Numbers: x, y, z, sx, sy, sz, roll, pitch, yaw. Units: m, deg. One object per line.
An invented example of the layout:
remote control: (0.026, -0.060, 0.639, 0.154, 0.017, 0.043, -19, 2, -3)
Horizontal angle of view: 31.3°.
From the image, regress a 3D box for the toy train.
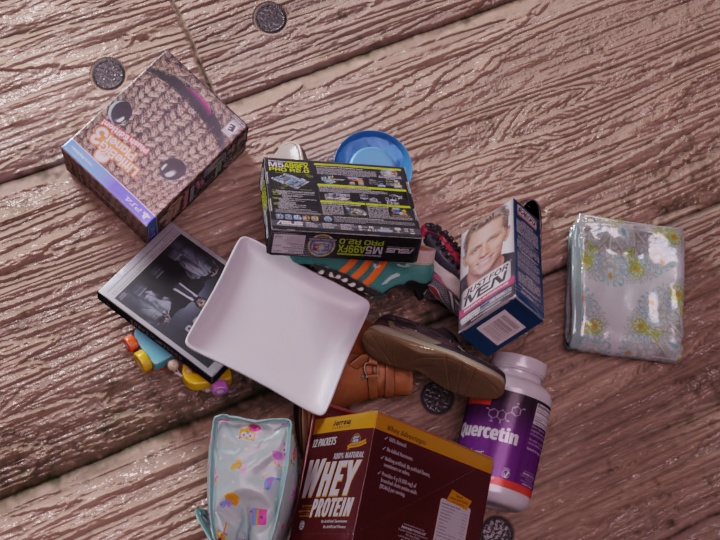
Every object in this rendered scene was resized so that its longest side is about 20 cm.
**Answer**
toy train: (-0.214, 0.097, 1.727, 0.199, 0.056, 0.151, 15, 57, 2)

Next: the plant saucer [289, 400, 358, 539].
plant saucer: (-0.005, 0.291, 1.676, 0.199, 0.037, 0.201, 22, 68, -32)

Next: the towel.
towel: (0.377, 0.025, 1.829, 0.171, 0.048, 0.201, 7, 76, -6)

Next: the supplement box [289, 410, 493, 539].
supplement box: (0.036, 0.303, 1.597, 0.197, 0.133, 0.201, 25, 66, -30)

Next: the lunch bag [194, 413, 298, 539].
lunch bag: (-0.142, 0.292, 1.627, 0.122, 0.170, 0.201, 4, 78, -1)

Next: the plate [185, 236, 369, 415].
plate: (-0.106, 0.074, 1.673, 0.199, 0.032, 0.200, 27, 51, -5)

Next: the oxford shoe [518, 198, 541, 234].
oxford shoe: (0.214, -0.006, 1.799, 0.071, 0.073, 0.201, 10, 76, -6)

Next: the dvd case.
dvd case: (-0.226, 0.040, 1.714, 0.200, 0.025, 0.150, 34, 60, 14)

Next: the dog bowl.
dog bowl: (0.005, -0.095, 1.803, 0.111, 0.050, 0.201, 13, 75, -5)

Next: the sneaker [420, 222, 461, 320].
sneaker: (0.130, 0.031, 1.773, 0.075, 0.081, 0.200, -43, 68, 26)

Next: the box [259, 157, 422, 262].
box: (-0.029, -0.081, 1.697, 0.199, 0.044, 0.160, 3, 39, -12)

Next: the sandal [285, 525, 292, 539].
sandal: (-0.046, 0.332, 1.693, 0.082, 0.050, 0.203, 21, 75, -3)

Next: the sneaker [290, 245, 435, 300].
sneaker: (0.000, 0.000, 1.721, 0.199, 0.071, 0.080, 6, 101, -6)

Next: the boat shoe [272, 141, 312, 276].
boat shoe: (-0.095, -0.078, 1.789, 0.067, 0.057, 0.201, -8, 71, 27)

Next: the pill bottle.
pill bottle: (0.190, 0.215, 1.723, 0.112, 0.112, 0.201, 16, 75, -4)

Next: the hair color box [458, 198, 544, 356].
hair color box: (0.184, 0.007, 1.691, 0.060, 0.100, 0.200, 39, 33, -24)

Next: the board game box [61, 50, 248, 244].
board game box: (-0.278, -0.167, 1.755, 0.159, 0.097, 0.200, 42, 74, 3)

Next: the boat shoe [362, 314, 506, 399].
boat shoe: (0.103, 0.107, 1.694, 0.199, 0.072, 0.065, 19, 48, 16)

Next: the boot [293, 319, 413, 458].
boot: (-0.008, 0.161, 1.736, 0.155, 0.077, 0.201, 9, 68, -10)
